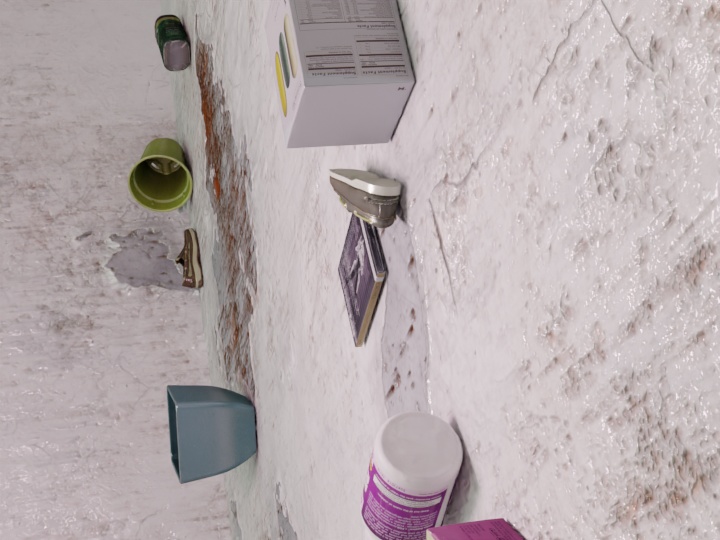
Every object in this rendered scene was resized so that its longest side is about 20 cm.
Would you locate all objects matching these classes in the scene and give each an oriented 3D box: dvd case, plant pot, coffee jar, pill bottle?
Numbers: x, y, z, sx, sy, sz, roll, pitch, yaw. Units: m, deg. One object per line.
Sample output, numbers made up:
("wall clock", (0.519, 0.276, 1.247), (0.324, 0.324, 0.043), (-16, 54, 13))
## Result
("dvd case", (0.000, 0.000, 1.830), (0.201, 0.016, 0.150), (105, 156, -53))
("plant pot", (-0.358, 0.386, 2.925), (0.196, 0.197, 0.199), (-152, 59, -72))
("coffee jar", (-0.560, -0.680, 3.580), (0.201, 0.084, 0.105), (-115, 22, -50))
("plant pot", (-0.619, -0.315, 3.763), (0.185, 0.198, 0.202), (-97, 11, -56))
("pill bottle", (0.058, 0.279, 1.514), (0.201, 0.111, 0.113), (101, 158, -44))

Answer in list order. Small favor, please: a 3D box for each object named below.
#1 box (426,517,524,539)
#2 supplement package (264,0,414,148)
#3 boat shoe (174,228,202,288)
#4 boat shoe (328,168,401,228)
("box", (0.142, 0.392, 1.267), (0.176, 0.095, 0.203), (-146, 54, -71))
("supplement package", (-0.033, -0.291, 1.610), (0.152, 0.149, 0.202), (116, 146, -61))
("boat shoe", (-0.530, -0.040, 3.679), (0.075, 0.074, 0.204), (108, 153, -55))
("boat shoe", (0.001, -0.105, 1.690), (0.202, 0.071, 0.061), (-148, 59, -67))
